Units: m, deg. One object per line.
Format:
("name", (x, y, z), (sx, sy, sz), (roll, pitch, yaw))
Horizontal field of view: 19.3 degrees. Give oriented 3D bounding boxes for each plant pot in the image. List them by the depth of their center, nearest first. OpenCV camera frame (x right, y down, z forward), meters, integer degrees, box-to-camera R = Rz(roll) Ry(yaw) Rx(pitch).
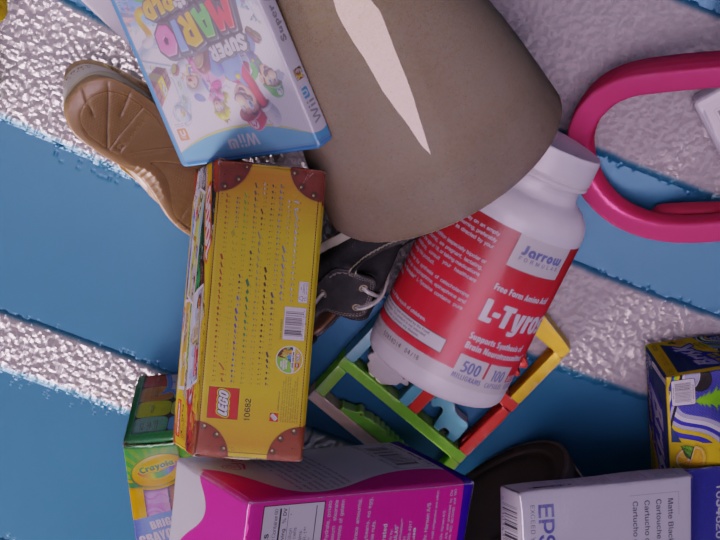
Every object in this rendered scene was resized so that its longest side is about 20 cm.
("plant pot", (0.016, -0.157, 1.462), (0.186, 0.188, 0.201), (-24, 121, 10))

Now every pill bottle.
("pill bottle", (0.095, -0.010, 1.558), (0.112, 0.112, 0.201), (24, 105, -7))

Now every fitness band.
("fitness band", (0.248, -0.090, 1.554), (0.199, 0.037, 0.144), (-4, 121, 26))

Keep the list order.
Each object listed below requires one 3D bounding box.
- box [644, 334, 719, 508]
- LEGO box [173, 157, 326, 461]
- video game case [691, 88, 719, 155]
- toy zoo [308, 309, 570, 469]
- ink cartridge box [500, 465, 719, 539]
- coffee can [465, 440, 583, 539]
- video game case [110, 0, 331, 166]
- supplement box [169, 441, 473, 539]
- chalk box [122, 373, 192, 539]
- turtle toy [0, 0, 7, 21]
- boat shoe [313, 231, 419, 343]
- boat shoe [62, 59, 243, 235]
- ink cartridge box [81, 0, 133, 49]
("box", (0.264, 0.156, 1.655), (0.064, 0.070, 0.201), (-7, 111, -5))
("LEGO box", (-0.080, 0.028, 1.486), (0.077, 0.149, 0.202), (5, 88, -10))
("video game case", (0.372, -0.087, 1.589), (0.181, 0.023, 0.201), (-28, 107, 12))
("toy zoo", (0.071, 0.067, 1.655), (0.131, 0.020, 0.200), (40, 107, -12))
("ink cartridge box", (0.200, 0.250, 1.575), (0.199, 0.041, 0.201), (-4, 96, -21))
("coffee can", (0.154, 0.255, 1.658), (0.146, 0.147, 0.200), (-33, 107, 13))
("video game case", (-0.109, -0.169, 1.438), (0.143, 0.018, 0.201), (-5, 115, 44))
("supplement box", (-0.030, 0.190, 1.542), (0.199, 0.101, 0.104), (1, 103, -36))
("chalk box", (-0.114, 0.151, 1.639), (0.123, 0.125, 0.201), (-5, 110, 3))
("turtle toy", (-0.321, -0.197, 1.523), (0.145, 0.101, 0.201), (-17, 110, 7))
("boat shoe", (0.000, 0.000, 1.564), (0.200, 0.072, 0.068), (-32, 82, 48))
("boat shoe", (-0.143, -0.092, 1.577), (0.074, 0.069, 0.200), (-42, 126, 8))
("ink cartridge box", (-0.124, -0.263, 1.502), (0.146, 0.084, 0.200), (43, 107, -13))
